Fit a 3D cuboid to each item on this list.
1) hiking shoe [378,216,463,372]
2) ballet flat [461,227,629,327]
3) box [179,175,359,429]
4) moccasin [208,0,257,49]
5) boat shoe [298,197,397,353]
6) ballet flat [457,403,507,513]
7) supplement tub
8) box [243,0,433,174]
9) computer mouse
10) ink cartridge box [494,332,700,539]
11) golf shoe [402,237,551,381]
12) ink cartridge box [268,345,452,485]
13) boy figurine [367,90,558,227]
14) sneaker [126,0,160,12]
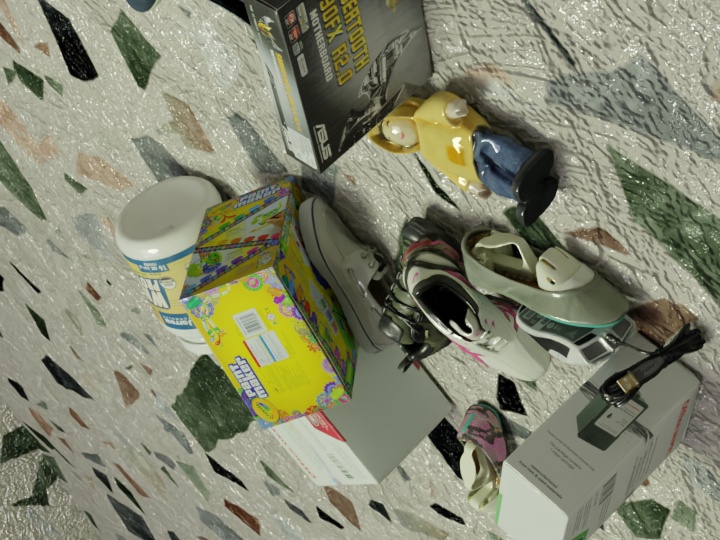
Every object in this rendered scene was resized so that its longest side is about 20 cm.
[{"bbox_3d":[0.066,0.031,1.786,0.076,0.101,0.200,30,151,32],"label":"hiking shoe"},{"bbox_3d":[0.171,0.002,1.611,0.200,0.067,0.064,20,136,46],"label":"ballet flat"},{"bbox_3d":[-0.095,0.036,1.920,0.121,0.193,0.200,-19,120,18],"label":"box"},{"bbox_3d":[-0.081,-0.237,1.652,0.200,0.068,0.081,38,155,19],"label":"moccasin"},{"bbox_3d":[0.000,0.000,1.904,0.070,0.071,0.201,-19,104,30],"label":"boat shoe"},{"bbox_3d":[0.154,0.247,2.012,0.069,0.071,0.200,23,147,41],"label":"ballet flat"},{"bbox_3d":[-0.215,-0.005,2.147,0.144,0.145,0.201,22,146,44],"label":"supplement tub"},{"bbox_3d":[-0.015,-0.208,1.478,0.048,0.158,0.200,33,152,33],"label":"box"},{"bbox_3d":[0.228,0.066,1.592,0.200,0.110,0.044,30,154,54],"label":"computer mouse"},{"bbox_3d":[0.229,0.178,1.620,0.084,0.200,0.146,39,155,22],"label":"ink cartridge box"},{"bbox_3d":[0.117,0.057,1.710,0.200,0.092,0.073,39,115,-18],"label":"golf shoe"},{"bbox_3d":[-0.015,0.170,2.084,0.145,0.145,0.200,51,156,-11],"label":"ink cartridge box"},{"bbox_3d":[0.090,-0.119,1.559,0.200,0.064,0.125,29,154,29],"label":"boy figurine"},{"bbox_3d":[-0.262,-0.337,1.782,0.075,0.084,0.200,38,155,20],"label":"sneaker"}]
